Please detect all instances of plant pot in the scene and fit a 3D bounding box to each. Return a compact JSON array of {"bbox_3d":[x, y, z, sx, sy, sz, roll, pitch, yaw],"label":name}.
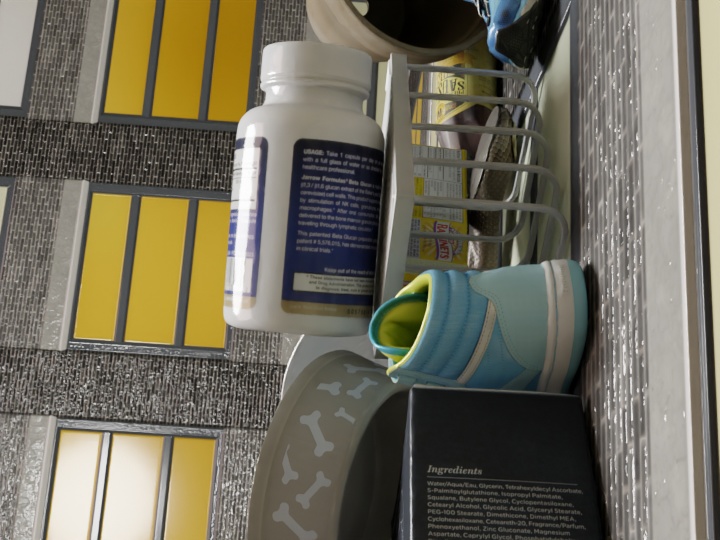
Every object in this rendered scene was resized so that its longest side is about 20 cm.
[{"bbox_3d":[0.026,-0.289,1.050,0.173,0.197,0.203,167,108,-67],"label":"plant pot"}]

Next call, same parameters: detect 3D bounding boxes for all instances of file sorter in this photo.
[{"bbox_3d":[0.075,-0.049,0.793,0.201,0.122,0.140,-89,4,-53],"label":"file sorter"}]

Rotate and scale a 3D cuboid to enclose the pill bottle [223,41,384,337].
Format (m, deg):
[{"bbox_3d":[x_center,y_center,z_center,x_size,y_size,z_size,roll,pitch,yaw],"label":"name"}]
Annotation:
[{"bbox_3d":[-0.038,-0.057,0.775,0.111,0.109,0.203,-168,82,-89],"label":"pill bottle"}]

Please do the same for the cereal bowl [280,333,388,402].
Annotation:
[{"bbox_3d":[0.036,0.118,0.878,0.083,0.197,0.204,1,-86,-62],"label":"cereal bowl"}]

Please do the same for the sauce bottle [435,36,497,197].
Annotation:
[{"bbox_3d":[0.106,-0.155,1.063,0.066,0.065,0.203,96,176,-63],"label":"sauce bottle"}]

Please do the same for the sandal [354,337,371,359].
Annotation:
[{"bbox_3d":[0.000,0.000,0.986,0.054,0.081,0.203,-27,70,43],"label":"sandal"}]

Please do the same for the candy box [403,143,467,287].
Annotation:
[{"bbox_3d":[0.043,-0.051,0.928,0.201,0.101,0.027,-82,2,-53],"label":"candy box"}]

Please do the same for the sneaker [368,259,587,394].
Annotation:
[{"bbox_3d":[0.067,0.069,0.693,0.080,0.128,0.202,-90,3,-48],"label":"sneaker"}]

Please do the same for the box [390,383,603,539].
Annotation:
[{"bbox_3d":[0.073,0.192,0.603,0.150,0.105,0.202,94,178,-45],"label":"box"}]

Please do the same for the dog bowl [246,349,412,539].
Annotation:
[{"bbox_3d":[-0.001,0.159,0.738,0.199,0.058,0.203,-21,-66,-59],"label":"dog bowl"}]

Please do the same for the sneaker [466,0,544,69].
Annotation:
[{"bbox_3d":[0.102,-0.229,0.869,0.201,0.088,0.079,-89,3,-51],"label":"sneaker"}]

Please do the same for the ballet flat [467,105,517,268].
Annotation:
[{"bbox_3d":[0.116,-0.043,0.946,0.067,0.046,0.203,-76,-5,-76],"label":"ballet flat"}]
